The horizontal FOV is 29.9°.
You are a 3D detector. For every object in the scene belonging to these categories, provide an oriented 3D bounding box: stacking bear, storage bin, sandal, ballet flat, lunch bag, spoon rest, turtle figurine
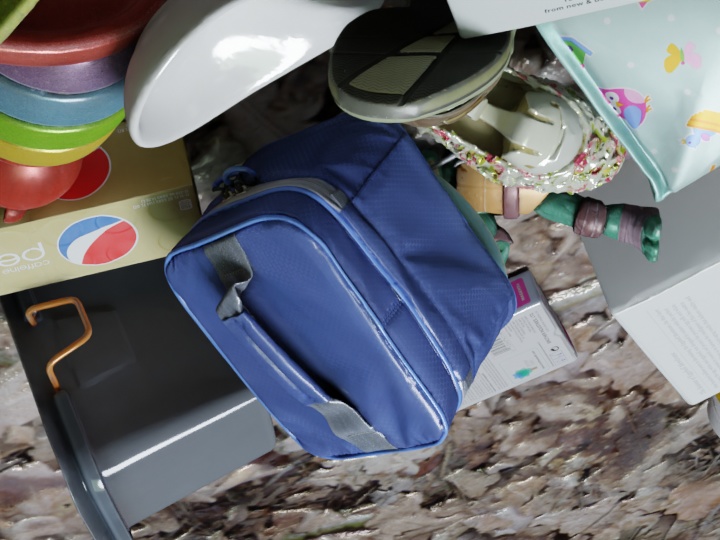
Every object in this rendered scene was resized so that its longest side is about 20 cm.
[{"bbox_3d":[-0.175,-0.103,0.715,0.113,0.122,0.200,6,150,-20],"label":"stacking bear"},{"bbox_3d":[-0.148,0.059,0.889,0.134,0.200,0.146,-23,148,-10],"label":"storage bin"},{"bbox_3d":[0.043,-0.106,0.697,0.079,0.201,0.058,13,114,14],"label":"sandal"},{"bbox_3d":[0.073,-0.094,0.801,0.199,0.064,0.076,21,101,-11],"label":"ballet flat"},{"bbox_3d":[-0.016,0.012,0.797,0.136,0.132,0.200,-19,118,41],"label":"lunch bag"},{"bbox_3d":[-0.042,-0.128,0.671,0.200,0.061,0.099,-46,171,-30],"label":"spoon rest"},{"bbox_3d":[0.099,-0.057,0.901,0.199,0.101,0.150,-1,129,8],"label":"turtle figurine"},{"bbox_3d":[0.181,-0.170,0.751,0.170,0.122,0.200,-31,109,22],"label":"lunch bag"}]

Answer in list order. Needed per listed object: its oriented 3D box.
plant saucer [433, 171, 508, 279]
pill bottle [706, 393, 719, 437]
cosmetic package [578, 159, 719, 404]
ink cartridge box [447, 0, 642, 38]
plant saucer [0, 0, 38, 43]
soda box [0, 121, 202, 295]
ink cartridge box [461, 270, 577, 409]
[{"bbox_3d":[0.000,0.000,0.895,0.199,0.027,0.201,18,137,17],"label":"plant saucer"},{"bbox_3d":[0.380,0.082,1.210,0.112,0.113,0.200,-9,145,-11],"label":"pill bottle"},{"bbox_3d":[0.288,-0.020,1.014,0.199,0.123,0.199,-29,145,15],"label":"cosmetic package"},{"bbox_3d":[0.083,-0.229,0.582,0.144,0.146,0.200,-9,148,14],"label":"ink cartridge box"},{"bbox_3d":[-0.171,-0.198,0.503,0.200,0.048,0.199,-41,136,23],"label":"plant saucer"},{"bbox_3d":[-0.200,-0.035,0.833,0.199,0.064,0.068,-14,147,-6],"label":"soda box"},{"bbox_3d":[0.073,0.078,1.136,0.199,0.042,0.119,-27,145,10],"label":"ink cartridge box"}]
